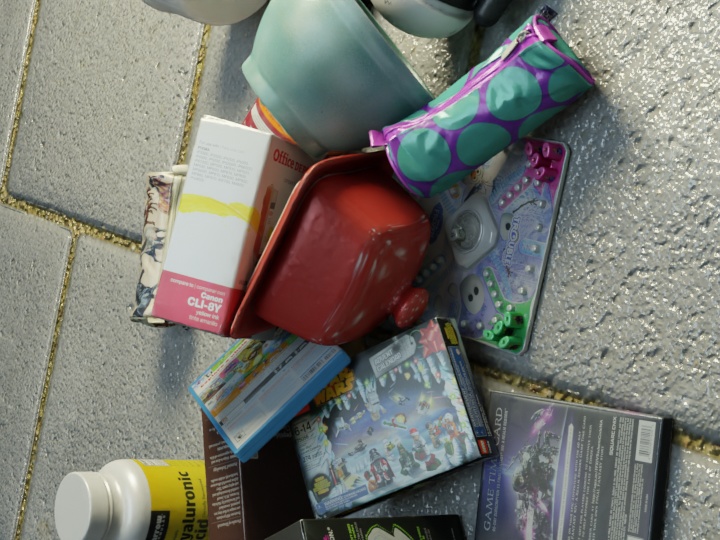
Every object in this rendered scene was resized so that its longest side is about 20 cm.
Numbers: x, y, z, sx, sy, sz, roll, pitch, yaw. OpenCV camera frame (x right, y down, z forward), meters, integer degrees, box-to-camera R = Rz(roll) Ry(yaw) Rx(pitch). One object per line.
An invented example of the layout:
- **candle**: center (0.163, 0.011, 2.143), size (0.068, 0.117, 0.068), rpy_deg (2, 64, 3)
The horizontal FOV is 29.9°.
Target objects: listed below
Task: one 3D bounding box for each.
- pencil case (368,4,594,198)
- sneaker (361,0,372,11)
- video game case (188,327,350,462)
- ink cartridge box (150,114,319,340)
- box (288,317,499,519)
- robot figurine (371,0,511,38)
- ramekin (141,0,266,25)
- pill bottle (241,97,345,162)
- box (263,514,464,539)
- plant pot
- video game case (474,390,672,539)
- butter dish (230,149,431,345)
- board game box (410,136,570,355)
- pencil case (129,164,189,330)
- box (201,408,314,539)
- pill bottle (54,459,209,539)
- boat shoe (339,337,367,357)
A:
- **pencil case**: center (0.111, -0.150, 1.234), size (0.199, 0.092, 0.086), rpy_deg (-36, 43, 23)
- **sneaker**: center (-0.038, -0.328, 1.498), size (0.115, 0.075, 0.202), rpy_deg (-21, 76, 36)
- **video game case**: center (-0.097, 0.106, 1.366), size (0.143, 0.018, 0.200), rpy_deg (-44, 24, -5)
- **ink cartridge box**: center (-0.121, -0.038, 1.339), size (0.083, 0.145, 0.202), rpy_deg (14, 90, 17)
- **box**: center (0.023, 0.145, 1.290), size (0.199, 0.040, 0.138), rpy_deg (-28, 71, 30)
- **robot figurine**: center (0.088, -0.321, 1.299), size (0.201, 0.124, 0.151), rpy_deg (-57, 23, 27)
- **ramekin**: center (-0.174, -0.383, 1.563), size (0.097, 0.200, 0.202), rpy_deg (33, 109, 39)
- **pill bottle**: center (-0.099, -0.108, 1.488), size (0.200, 0.112, 0.113), rpy_deg (-54, 48, 28)
- **box**: center (-0.009, 0.309, 1.249), size (0.148, 0.199, 0.125), rpy_deg (-35, 59, 40)
- **plant pot**: center (-0.032, -0.197, 1.328), size (0.134, 0.200, 0.201), rpy_deg (-37, 53, 9)
- **video game case**: center (0.182, 0.188, 1.185), size (0.199, 0.019, 0.144), rpy_deg (4, 87, 51)
- **butter dish**: center (0.000, 0.000, 1.291), size (0.147, 0.200, 0.200), rpy_deg (34, 112, 19)
- **board game box**: center (0.103, -0.038, 1.308), size (0.199, 0.026, 0.202), rpy_deg (18, 97, 50)
- **pencil case**: center (-0.236, -0.029, 1.662), size (0.089, 0.077, 0.202), rpy_deg (-177, 94, -70)
- **box**: center (-0.111, 0.219, 1.461), size (0.075, 0.100, 0.202), rpy_deg (-20, 69, 46)
- **pill bottle**: center (-0.239, 0.270, 1.525), size (0.111, 0.199, 0.112), rpy_deg (-10, 77, 48)
- **boat shoe**: center (-0.023, 0.081, 1.410), size (0.200, 0.071, 0.077), rpy_deg (33, 93, 45)
